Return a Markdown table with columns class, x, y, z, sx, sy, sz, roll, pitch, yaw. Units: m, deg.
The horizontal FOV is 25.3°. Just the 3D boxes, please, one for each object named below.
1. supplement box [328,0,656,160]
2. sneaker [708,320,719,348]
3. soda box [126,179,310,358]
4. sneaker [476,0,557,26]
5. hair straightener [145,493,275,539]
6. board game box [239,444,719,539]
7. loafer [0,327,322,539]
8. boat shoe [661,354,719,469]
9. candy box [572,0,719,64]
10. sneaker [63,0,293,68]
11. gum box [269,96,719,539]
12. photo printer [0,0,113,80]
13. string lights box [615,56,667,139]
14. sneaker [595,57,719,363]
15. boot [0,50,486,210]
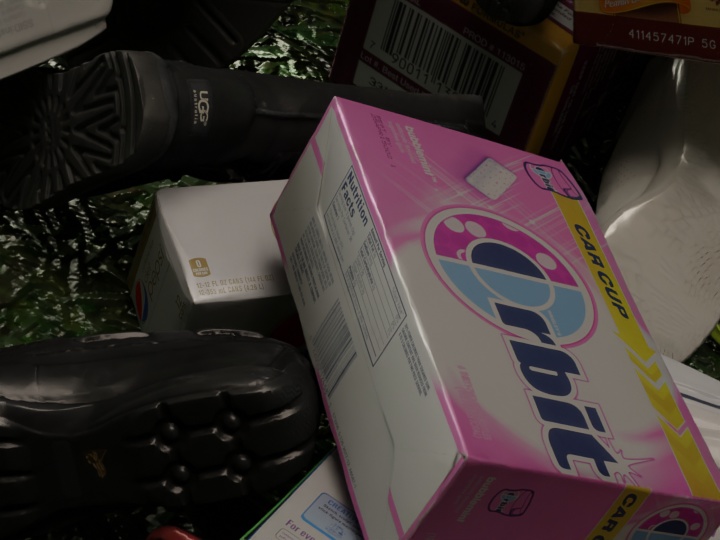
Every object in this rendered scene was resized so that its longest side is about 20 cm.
| class | x | y | z | sx | sy | sz | roll | pitch | yaw |
| --- | --- | --- | --- | --- | --- | --- | --- | --- | --- |
| supplement box | 0.096 | -0.150 | 0.905 | 0.131 | 0.104 | 0.200 | 35 | 44 | 19 |
| sneaker | 0.248 | 0.039 | 0.774 | 0.200 | 0.081 | 0.074 | 40 | 46 | 23 |
| soda box | 0.000 | 0.000 | 0.729 | 0.199 | 0.068 | 0.064 | -6 | 55 | -26 |
| sneaker | 0.110 | -0.187 | 0.821 | 0.087 | 0.076 | 0.201 | 19 | 41 | -10 |
| hair straightener | 0.019 | 0.128 | 0.621 | 0.199 | 0.041 | 0.077 | 25 | 41 | 7 |
| board game box | 0.051 | 0.114 | 0.604 | 0.153 | 0.040 | 0.200 | 33 | 26 | 11 |
| loafer | -0.113 | 0.060 | 0.610 | 0.199 | 0.069 | 0.070 | -7 | 19 | 3 |
| boat shoe | 0.174 | 0.095 | 0.707 | 0.199 | 0.074 | 0.067 | 17 | 55 | 12 |
| candy box | 0.194 | -0.165 | 0.806 | 0.115 | 0.056 | 0.200 | 13 | 33 | 25 |
| sneaker | -0.068 | -0.167 | 0.846 | 0.076 | 0.199 | 0.114 | 50 | 8 | -20 |
| gum box | 0.044 | 0.024 | 0.605 | 0.113 | 0.066 | 0.201 | 13 | 38 | -28 |
| photo printer | -0.231 | -0.117 | 0.719 | 0.199 | 0.070 | 0.166 | 12 | 31 | 45 |
| string lights box | 0.255 | -0.056 | 0.897 | 0.200 | 0.059 | 0.103 | 41 | 45 | 22 |
| sneaker | 0.145 | -0.023 | 0.815 | 0.075 | 0.088 | 0.201 | 32 | 65 | -14 |
| boot | -0.061 | -0.061 | 0.765 | 0.199 | 0.066 | 0.164 | -2 | 2 | -40 |
